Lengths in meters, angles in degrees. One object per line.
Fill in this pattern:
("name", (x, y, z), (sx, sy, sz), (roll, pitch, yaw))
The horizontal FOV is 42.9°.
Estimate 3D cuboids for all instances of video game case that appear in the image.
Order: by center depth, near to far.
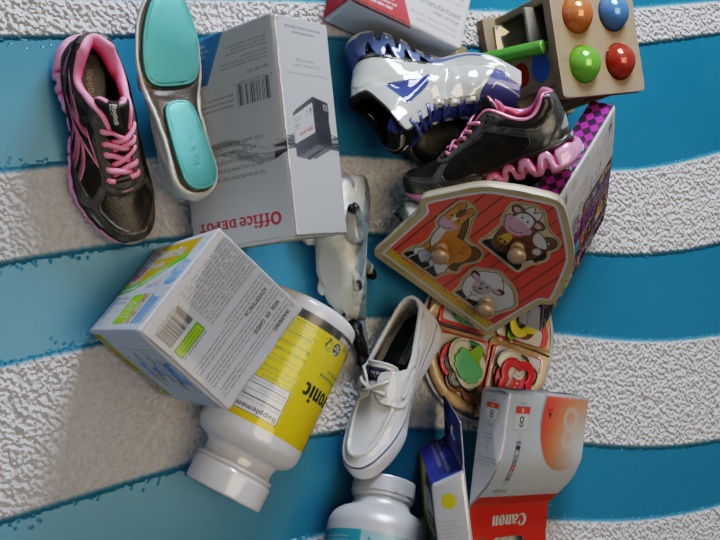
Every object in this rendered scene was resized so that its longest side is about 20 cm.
("video game case", (0.238, -0.063, 1.058), (0.201, 0.035, 0.183), (-54, 150, -31))

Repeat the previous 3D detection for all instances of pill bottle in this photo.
("pill bottle", (-0.092, 0.127, 0.909), (0.110, 0.111, 0.203), (32, 74, -22))
("pill bottle", (0.010, 0.317, 0.941), (0.109, 0.110, 0.204), (21, 64, -24))

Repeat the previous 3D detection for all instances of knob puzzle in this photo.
("knob puzzle", (0.137, -0.016, 0.962), (0.218, 0.219, 0.031), (37, 42, -20))

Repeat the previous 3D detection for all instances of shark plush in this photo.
("shark plush", (0.000, 0.000, 0.993), (0.083, 0.089, 0.204), (-18, 91, -57))

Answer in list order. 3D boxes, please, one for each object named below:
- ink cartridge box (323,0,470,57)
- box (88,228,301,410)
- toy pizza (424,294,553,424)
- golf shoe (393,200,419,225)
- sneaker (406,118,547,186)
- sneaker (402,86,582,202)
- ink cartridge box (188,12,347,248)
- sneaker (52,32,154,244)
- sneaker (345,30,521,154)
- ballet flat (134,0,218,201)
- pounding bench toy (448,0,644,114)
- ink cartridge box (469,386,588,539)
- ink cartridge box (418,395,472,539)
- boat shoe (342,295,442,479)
("ink cartridge box", (0.055, -0.358, 1.029), (0.142, 0.083, 0.205), (17, 79, -25))
("box", (-0.156, 0.045, 0.830), (0.101, 0.199, 0.113), (44, 68, -18))
("toy pizza", (0.157, 0.080, 1.086), (0.196, 0.032, 0.206), (2, 87, -28))
("golf shoe", (0.128, -0.065, 1.040), (0.196, 0.078, 0.089), (7, 123, -33))
("sneaker", (0.152, -0.145, 1.052), (0.195, 0.114, 0.078), (11, 81, -23))
("sneaker", (0.131, -0.136, 0.975), (0.196, 0.079, 0.097), (-17, 113, 15))
("ink cartridge box", (-0.098, -0.126, 0.893), (0.083, 0.143, 0.205), (-5, 89, -52))
("sneaker", (-0.234, -0.125, 0.851), (0.078, 0.095, 0.205), (-18, 97, -28))
("sneaker", (0.071, -0.178, 1.000), (0.194, 0.081, 0.118), (11, 68, -3))
("ballet flat", (-0.183, -0.163, 0.870), (0.068, 0.069, 0.205), (-10, 86, -27))
("pounding bench toy", (0.207, -0.250, 1.062), (0.196, 0.155, 0.127), (-10, 92, -27))
("ink cartridge box", (0.194, 0.241, 1.061), (0.160, 0.050, 0.205), (10, 83, -43))
("ink cartridge box", (0.087, 0.246, 0.952), (0.046, 0.198, 0.205), (-8, 89, 1))
("boat shoe", (0.024, 0.120, 0.982), (0.066, 0.072, 0.203), (55, 49, -45))
